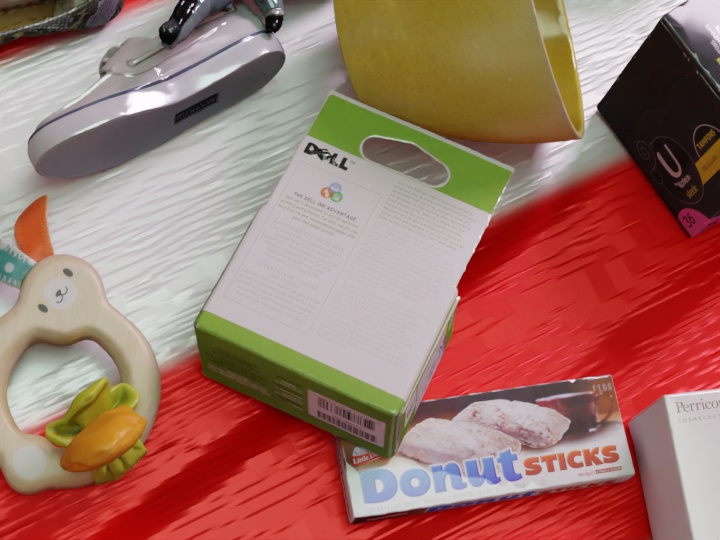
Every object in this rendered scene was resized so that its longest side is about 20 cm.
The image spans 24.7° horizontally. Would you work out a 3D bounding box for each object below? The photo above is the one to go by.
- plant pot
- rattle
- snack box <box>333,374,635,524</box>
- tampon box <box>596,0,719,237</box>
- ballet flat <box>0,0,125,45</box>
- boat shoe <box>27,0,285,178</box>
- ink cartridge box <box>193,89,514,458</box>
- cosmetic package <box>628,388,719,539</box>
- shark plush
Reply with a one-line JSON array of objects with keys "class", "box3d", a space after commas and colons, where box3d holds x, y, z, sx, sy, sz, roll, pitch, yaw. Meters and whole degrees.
[{"class": "plant pot", "box3d": [0.063, -0.173, 1.138, 0.141, 0.200, 0.202, -13, 72, 15]}, {"class": "rattle", "box3d": [-0.198, 0.034, 1.034, 0.129, 0.143, 0.202, -10, 79, 6]}, {"class": "snack box", "box3d": [0.083, 0.120, 1.113, 0.198, 0.024, 0.073, -7, 72, -13]}, {"class": "tampon box", "box3d": [0.299, -0.143, 1.176, 0.199, 0.150, 0.127, -32, 79, -18]}, {"class": "ballet flat", "box3d": [-0.258, -0.188, 1.131, 0.199, 0.072, 0.073, -17, 75, -15]}, {"class": "boat shoe", "box3d": [-0.149, -0.128, 1.136, 0.199, 0.074, 0.066, -27, 73, -28]}, {"class": "ink cartridge box", "box3d": [0.000, 0.000, 1.099, 0.147, 0.076, 0.201, 23, 64, 10]}, {"class": "cosmetic package", "box3d": [0.256, 0.182, 1.093, 0.106, 0.085, 0.202, -7, 74, -10]}, {"class": "shark plush", "box3d": [-0.067, -0.206, 1.138, 0.084, 0.090, 0.200, 59, 31, -13]}]
